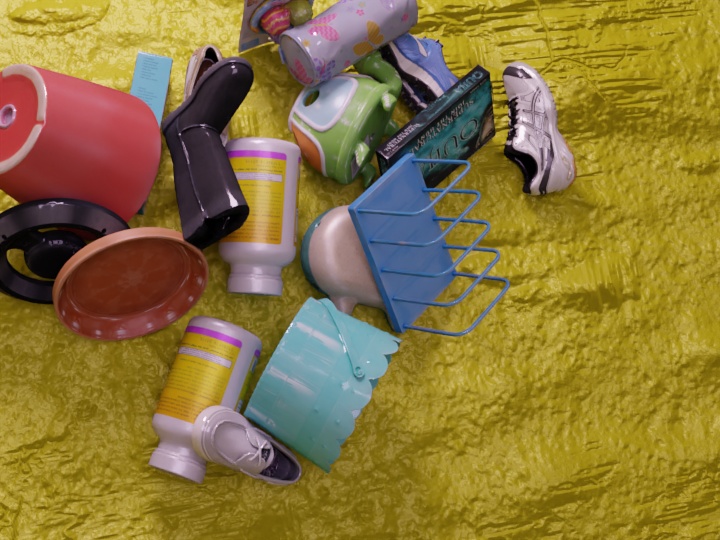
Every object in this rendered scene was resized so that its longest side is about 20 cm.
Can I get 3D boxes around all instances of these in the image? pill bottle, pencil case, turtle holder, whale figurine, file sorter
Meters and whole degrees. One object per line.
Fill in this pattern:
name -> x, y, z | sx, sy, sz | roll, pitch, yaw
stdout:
pill bottle -> -0.205, 0.168, 1.538 | 0.103, 0.104, 0.202 | 21, 75, -8
pencil case -> -0.015, -0.330, 1.613 | 0.199, 0.083, 0.091 | -36, 56, -21
turtle holder -> -0.017, -0.219, 1.635 | 0.131, 0.141, 0.187 | 26, 100, 13
whale figurine -> 0.000, 0.000, 1.635 | 0.200, 0.103, 0.160 | 42, 68, -28
pill bottle -> -0.136, -0.070, 1.586 | 0.103, 0.104, 0.202 | 4, 86, -12
file sorter -> 0.098, -0.033, 1.567 | 0.139, 0.122, 0.201 | -44, 124, -35

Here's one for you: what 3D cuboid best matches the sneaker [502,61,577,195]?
sneaker -> 0.242, -0.205, 1.730 | 0.087, 0.076, 0.202 | -21, 84, -16

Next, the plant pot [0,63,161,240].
plant pot -> -0.378, -0.158, 1.478 | 0.199, 0.177, 0.202 | -11, 69, 30

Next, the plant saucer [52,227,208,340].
plant saucer -> -0.292, 0.015, 1.509 | 0.199, 0.201, 0.032 | -15, 55, -16

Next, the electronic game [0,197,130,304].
electronic game -> -0.381, -0.021, 1.491 | 0.198, 0.201, 0.042 | -4, 53, -14

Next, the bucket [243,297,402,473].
bucket -> -0.050, 0.142, 1.533 | 0.134, 0.207, 0.208 | 30, 74, 2

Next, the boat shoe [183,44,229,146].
boat shoe -> -0.214, -0.210, 1.626 | 0.074, 0.068, 0.202 | -2, 80, -14

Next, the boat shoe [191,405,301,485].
boat shoe -> -0.139, 0.229, 1.498 | 0.068, 0.200, 0.072 | 11, 66, 31

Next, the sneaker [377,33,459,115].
sneaker -> 0.067, -0.307, 1.717 | 0.200, 0.079, 0.089 | 47, 52, 3

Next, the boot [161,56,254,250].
boot -> -0.177, -0.148, 1.498 | 0.065, 0.165, 0.201 | 21, 39, -38

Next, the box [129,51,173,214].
box -> -0.294, -0.183, 1.595 | 0.049, 0.082, 0.202 | 10, 77, -10

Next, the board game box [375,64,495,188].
board game box -> 0.109, -0.180, 1.666 | 0.200, 0.136, 0.028 | -41, 58, -16

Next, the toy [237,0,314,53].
toy -> -0.102, -0.349, 1.608 | 0.114, 0.200, 0.047 | -23, 73, -16
